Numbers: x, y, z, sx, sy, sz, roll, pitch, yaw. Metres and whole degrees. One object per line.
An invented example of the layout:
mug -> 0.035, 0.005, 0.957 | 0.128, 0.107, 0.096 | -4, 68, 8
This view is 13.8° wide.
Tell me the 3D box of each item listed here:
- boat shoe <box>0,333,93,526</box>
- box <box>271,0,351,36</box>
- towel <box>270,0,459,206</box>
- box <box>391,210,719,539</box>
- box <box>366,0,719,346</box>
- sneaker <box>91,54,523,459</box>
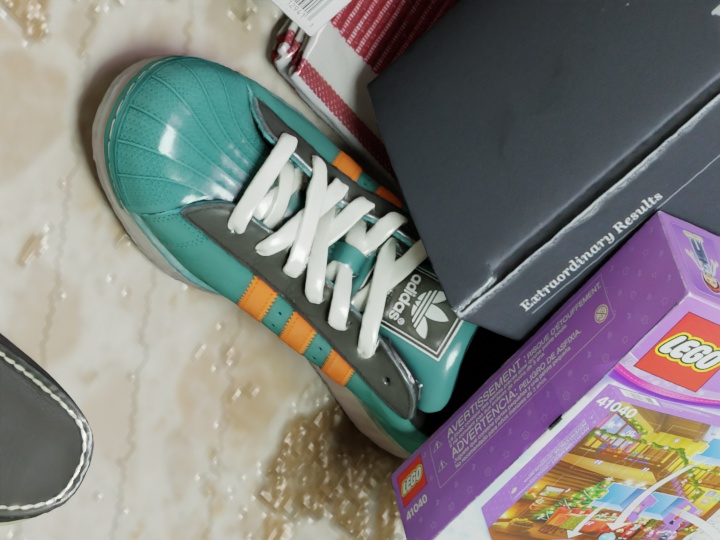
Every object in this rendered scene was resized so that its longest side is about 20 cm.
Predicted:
boat shoe -> -0.153, 0.030, 0.866 | 0.201, 0.066, 0.072 | 30, 78, -36
box -> -0.067, -0.150, 0.911 | 0.041, 0.039, 0.200 | -43, 124, 9
towel -> 0.065, -0.106, 1.038 | 0.144, 0.023, 0.200 | 45, 72, -35
box -> 0.130, 0.067, 0.974 | 0.200, 0.039, 0.137 | 22, 126, -33
box -> 0.128, -0.039, 0.980 | 0.148, 0.104, 0.200 | -40, 139, 25
sneaker -> 0.000, 0.000, 0.967 | 0.200, 0.080, 0.071 | 42, 72, -33
